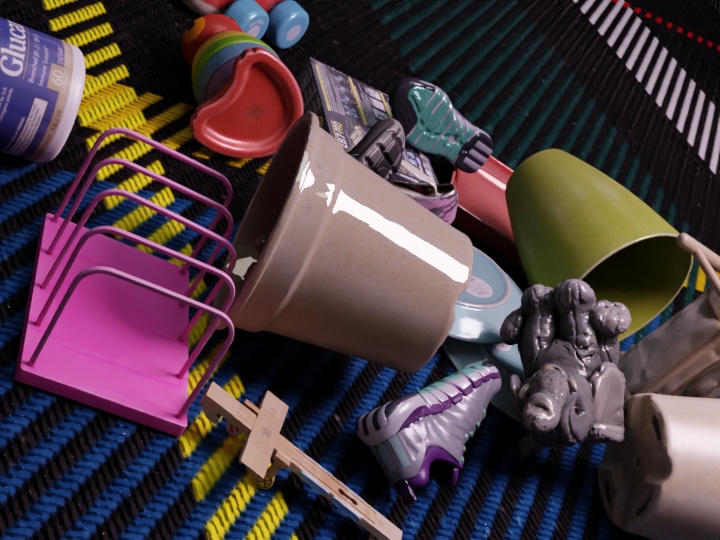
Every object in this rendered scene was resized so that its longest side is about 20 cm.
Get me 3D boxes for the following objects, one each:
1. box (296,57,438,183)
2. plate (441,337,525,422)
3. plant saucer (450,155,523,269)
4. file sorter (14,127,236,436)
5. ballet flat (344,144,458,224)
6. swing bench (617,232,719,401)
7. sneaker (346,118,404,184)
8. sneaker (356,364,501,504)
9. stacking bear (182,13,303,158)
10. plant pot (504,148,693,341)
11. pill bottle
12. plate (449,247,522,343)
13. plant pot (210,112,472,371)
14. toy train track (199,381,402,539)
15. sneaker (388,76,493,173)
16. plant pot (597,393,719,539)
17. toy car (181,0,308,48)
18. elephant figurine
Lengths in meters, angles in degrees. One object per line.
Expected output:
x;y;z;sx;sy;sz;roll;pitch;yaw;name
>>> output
0.007;-0.165;1.512;0.160;0.049;0.201;23;32;-29;box
0.169;0.091;1.339;0.198;0.026;0.201;27;31;-18;plate
0.195;-0.069;1.591;0.198;0.037;0.200;32;29;-7;plant saucer
-0.178;0.001;0.985;0.138;0.126;0.201;23;31;-23;file sorter
0.013;-0.096;1.344;0.197;0.072;0.069;13;24;-7;ballet flat
0.358;0.083;1.355;0.198;0.199;0.131;15;42;-44;swing bench
-0.035;-0.078;1.212;0.079;0.201;0.076;35;-10;28;sneaker
0.073;0.148;1.114;0.199;0.074;0.089;-16;79;-51;sneaker
-0.144;-0.221;1.373;0.113;0.122;0.201;31;17;-39;stacking bear
0.255;-0.041;1.442;0.185;0.188;0.201;8;39;-41;plant pot
-0.350;-0.174;1.067;0.198;0.112;0.112;16;34;-32;pill bottle
0.097;0.006;1.336;0.197;0.026;0.201;18;29;-10;plate
-0.008;-0.007;1.080;0.181;0.202;0.202;24;30;-14;plant pot
-0.052;0.166;0.986;0.199;0.033;0.115;39;21;-8;toy train track
0.082;-0.189;1.529;0.199;0.075;0.088;34;10;-48;sneaker
0.345;0.205;1.222;0.181;0.202;0.202;13;34;-16;plant pot
-0.136;-0.418;1.569;0.185;0.201;0.176;46;30;18;toy car
0.193;0.122;1.194;0.154;0.142;0.202;27;47;-18;elephant figurine
